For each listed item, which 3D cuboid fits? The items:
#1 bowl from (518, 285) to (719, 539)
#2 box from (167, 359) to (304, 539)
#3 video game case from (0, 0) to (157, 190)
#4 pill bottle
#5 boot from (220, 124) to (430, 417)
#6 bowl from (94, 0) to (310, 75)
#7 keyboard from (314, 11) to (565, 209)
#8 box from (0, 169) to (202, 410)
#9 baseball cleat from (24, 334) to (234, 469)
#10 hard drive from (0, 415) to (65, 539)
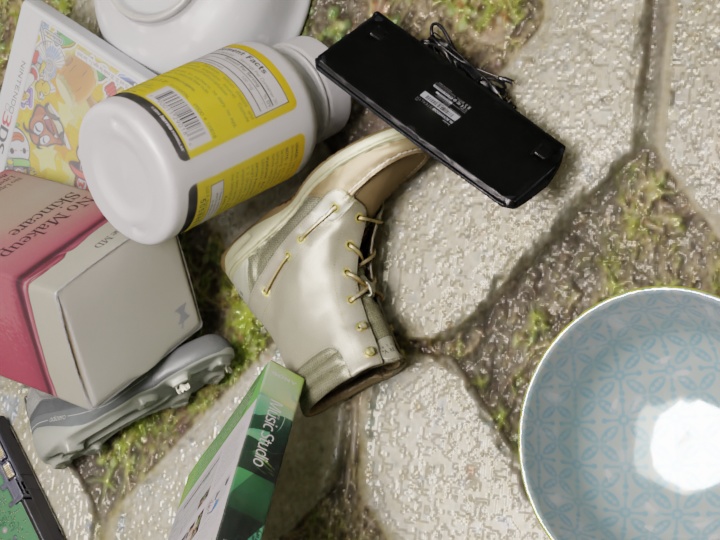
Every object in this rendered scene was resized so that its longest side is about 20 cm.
[{"bbox_3d":[0.214,0.117,1.189,0.198,0.107,0.202,-4,80,26],"label":"bowl"},{"bbox_3d":[-0.102,0.178,1.284,0.036,0.201,0.145,27,126,-12],"label":"box"},{"bbox_3d":[-0.228,-0.098,1.462,0.199,0.023,0.183,33,118,27],"label":"video game case"},{"bbox_3d":[-0.102,-0.106,1.329,0.111,0.199,0.112,27,131,36],"label":"pill bottle"},{"bbox_3d":[0.000,0.000,1.337,0.200,0.072,0.156,-38,67,22],"label":"boot"},{"bbox_3d":[-0.144,-0.236,1.437,0.199,0.090,0.203,-4,81,26],"label":"bowl"},{"bbox_3d":[0.066,-0.117,1.324,0.200,0.040,0.104,40,59,22],"label":"keyboard"},{"bbox_3d":[-0.243,0.010,1.385,0.199,0.128,0.110,14,129,38],"label":"box"},{"bbox_3d":[-0.195,0.079,1.424,0.199,0.070,0.107,-30,71,19],"label":"baseball cleat"},{"bbox_3d":[-0.348,0.233,1.496,0.200,0.038,0.140,-40,67,17],"label":"hard drive"}]
